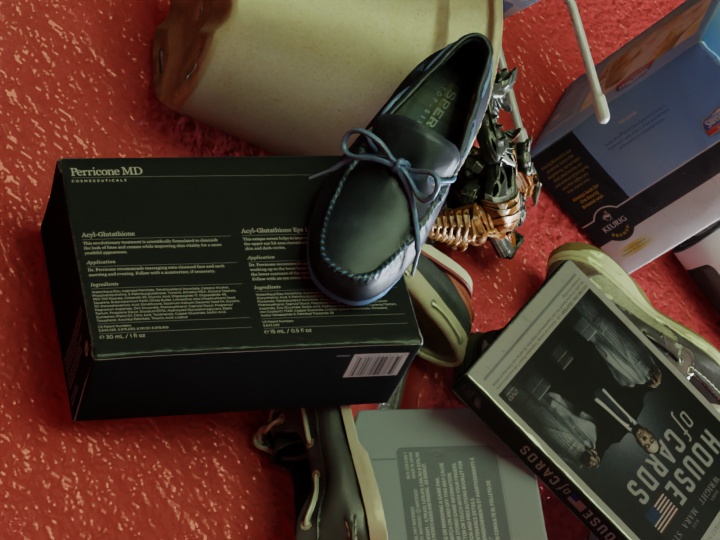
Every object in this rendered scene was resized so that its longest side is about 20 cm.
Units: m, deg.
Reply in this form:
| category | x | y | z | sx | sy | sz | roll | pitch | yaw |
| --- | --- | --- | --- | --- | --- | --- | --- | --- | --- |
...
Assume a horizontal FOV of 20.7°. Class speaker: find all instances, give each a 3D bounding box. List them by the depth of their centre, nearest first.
| category | x | y | z | sx | sy | sz | roll | pitch | yaw |
| --- | --- | --- | --- | --- | --- | --- | --- | --- | --- |
| speaker | 0.349 | 0.040 | 1.634 | 0.200 | 0.081 | 0.081 | 54 | 41 | -4 |

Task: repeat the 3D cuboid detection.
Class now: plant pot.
| category | x | y | z | sx | sy | sz | roll | pitch | yaw |
| --- | --- | --- | --- | --- | --- | --- | --- | --- | --- |
| plant pot | -0.033 | -0.151 | 1.324 | 0.183 | 0.200 | 0.201 | 14 | 55 | -24 |

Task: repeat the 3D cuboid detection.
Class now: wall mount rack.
| category | x | y | z | sx | sy | sz | roll | pitch | yaw |
| --- | --- | --- | --- | --- | --- | --- | --- | --- | --- |
| wall mount rack | 0.106 | -0.177 | 1.474 | 0.174 | 0.200 | 0.075 | 38 | 69 | -15 |

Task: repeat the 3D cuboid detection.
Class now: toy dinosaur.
| category | x | y | z | sx | sy | sz | roll | pitch | yaw |
| --- | --- | --- | --- | --- | --- | --- | --- | --- | --- |
| toy dinosaur | 0.087 | -0.067 | 1.432 | 0.200 | 0.102 | 0.136 | -83 | 154 | -77 |

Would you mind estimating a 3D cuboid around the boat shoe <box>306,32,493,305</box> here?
| category | x | y | z | sx | sy | sz | roll | pitch | yaw |
| --- | --- | --- | --- | --- | --- | --- | --- | --- | --- |
| boat shoe | 0.022 | -0.071 | 1.180 | 0.084 | 0.069 | 0.201 | 24 | 55 | -2 |

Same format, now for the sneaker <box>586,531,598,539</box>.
| category | x | y | z | sx | sy | sz | roll | pitch | yaw |
| --- | --- | --- | --- | --- | --- | --- | --- | --- | --- |
| sneaker | 0.203 | 0.208 | 1.362 | 0.070 | 0.108 | 0.200 | 47 | 40 | -7 |

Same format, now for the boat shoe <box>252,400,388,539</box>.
| category | x | y | z | sx | sy | sz | roll | pitch | yaw |
| --- | --- | --- | --- | --- | --- | --- | --- | --- | --- |
| boat shoe | -0.036 | 0.099 | 1.231 | 0.062 | 0.073 | 0.201 | -13 | 52 | -9 |

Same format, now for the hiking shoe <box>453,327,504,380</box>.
| category | x | y | z | sx | sy | sz | roll | pitch | yaw |
| --- | --- | --- | --- | --- | --- | --- | --- | --- | --- |
| hiking shoe | 0.165 | 0.092 | 1.402 | 0.199 | 0.101 | 0.076 | 23 | 62 | -30 |

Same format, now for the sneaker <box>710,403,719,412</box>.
| category | x | y | z | sx | sy | sz | roll | pitch | yaw |
| --- | --- | --- | --- | --- | --- | --- | --- | --- | --- |
| sneaker | 0.225 | 0.148 | 1.388 | 0.199 | 0.081 | 0.083 | 3 | 32 | -40 |

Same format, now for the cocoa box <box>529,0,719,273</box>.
| category | x | y | z | sx | sy | sz | roll | pitch | yaw |
| --- | --- | --- | --- | --- | --- | --- | --- | --- | --- |
| cocoa box | 0.252 | -0.118 | 1.549 | 0.131 | 0.200 | 0.134 | 46 | 42 | -11 |

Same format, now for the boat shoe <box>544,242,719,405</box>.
| category | x | y | z | sx | sy | sz | roll | pitch | yaw |
| --- | --- | --- | --- | --- | --- | --- | --- | --- | --- |
| boat shoe | 0.210 | 0.064 | 1.499 | 0.201 | 0.072 | 0.066 | 42 | 53 | -16 |

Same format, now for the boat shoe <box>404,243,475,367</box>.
| category | x | y | z | sx | sy | sz | roll | pitch | yaw |
| --- | --- | --- | --- | --- | --- | --- | --- | --- | --- |
| boat shoe | 0.000 | 0.000 | 1.335 | 0.200 | 0.071 | 0.063 | 31 | 49 | -32 |

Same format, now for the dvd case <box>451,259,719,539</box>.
| category | x | y | z | sx | sy | sz | roll | pitch | yaw |
| --- | --- | --- | --- | --- | --- | --- | --- | --- | --- |
| dvd case | 0.169 | 0.104 | 1.303 | 0.200 | 0.025 | 0.150 | 45 | 46 | 1 |

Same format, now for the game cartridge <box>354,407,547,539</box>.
| category | x | y | z | sx | sy | sz | roll | pitch | yaw |
| --- | --- | --- | --- | --- | --- | --- | --- | --- | --- |
| game cartridge | 0.051 | 0.174 | 1.238 | 0.133 | 0.041 | 0.201 | 2 | 49 | -9 |

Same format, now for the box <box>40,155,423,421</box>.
| category | x | y | z | sx | sy | sz | roll | pitch | yaw |
| --- | --- | --- | --- | --- | --- | --- | --- | --- | --- |
| box | -0.080 | 0.008 | 1.181 | 0.199 | 0.079 | 0.142 | -1 | 59 | -20 |
